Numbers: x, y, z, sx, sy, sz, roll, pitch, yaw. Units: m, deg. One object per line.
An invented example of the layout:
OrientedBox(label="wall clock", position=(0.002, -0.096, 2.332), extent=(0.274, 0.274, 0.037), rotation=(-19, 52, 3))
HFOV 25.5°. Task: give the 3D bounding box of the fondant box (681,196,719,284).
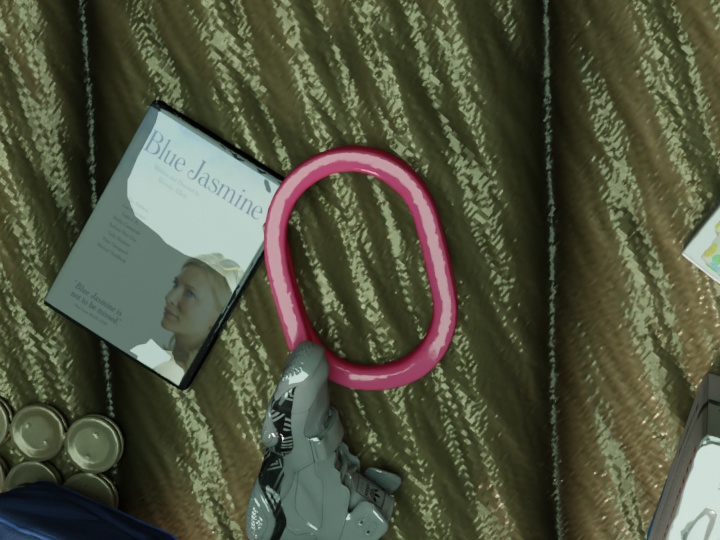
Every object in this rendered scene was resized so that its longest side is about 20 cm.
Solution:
OrientedBox(label="fondant box", position=(0.358, -0.049, 1.190), extent=(0.144, 0.058, 0.200), rotation=(38, 103, 3))

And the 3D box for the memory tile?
OrientedBox(label="memory tile", position=(-0.282, 0.210, 1.373), extent=(0.153, 0.017, 0.200), rotation=(9, 100, 9))

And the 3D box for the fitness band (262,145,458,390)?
OrientedBox(label="fitness band", position=(0.000, 0.000, 1.266), extent=(0.144, 0.037, 0.200), rotation=(-12, 102, 8))

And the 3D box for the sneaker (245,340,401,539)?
OrientedBox(label="sneaker", position=(-0.021, 0.149, 1.270), extent=(0.115, 0.075, 0.200), rotation=(15, 122, 4))

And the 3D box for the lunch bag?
OrientedBox(label="lunch bag", position=(-0.235, 0.258, 1.291), extent=(0.200, 0.132, 0.136), rotation=(21, 103, 22))

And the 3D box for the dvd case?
OrientedBox(label="dvd case", position=(-0.156, -0.019, 1.311), extent=(0.143, 0.018, 0.200), rotation=(32, 103, 5))

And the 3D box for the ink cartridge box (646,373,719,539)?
OrientedBox(label="ink cartridge box", position=(0.267, 0.174, 1.169), extent=(0.086, 0.200, 0.147), rotation=(18, 102, 7))
